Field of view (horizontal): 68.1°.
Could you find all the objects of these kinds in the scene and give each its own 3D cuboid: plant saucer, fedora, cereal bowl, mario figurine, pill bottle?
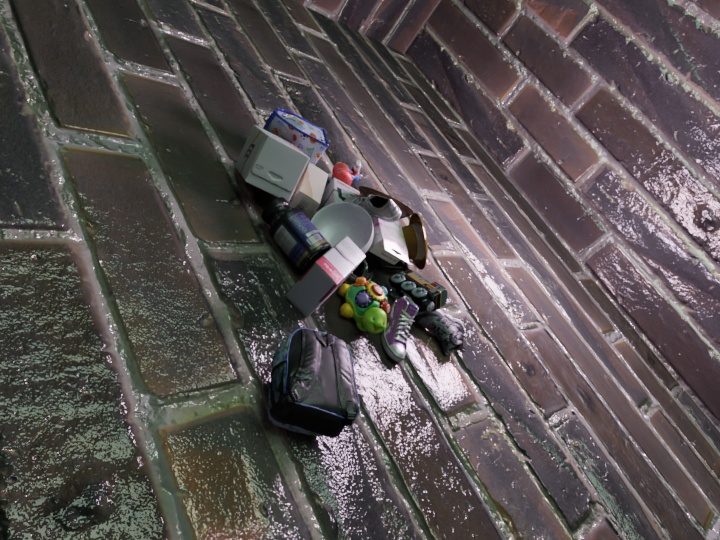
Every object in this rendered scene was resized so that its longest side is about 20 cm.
[{"bbox_3d":[0.078,-0.216,1.742,0.199,0.037,0.200,26,0,0],"label":"plant saucer"},{"bbox_3d":[0.160,-0.092,1.751,0.081,0.202,0.202,-7,48,-9],"label":"fedora"},{"bbox_3d":[-0.054,-0.100,1.582,0.197,0.084,0.202,-3,59,5],"label":"cereal bowl"},{"bbox_3d":[-0.058,-0.349,1.870,0.105,0.124,0.200,33,12,3],"label":"mario figurine"},{"bbox_3d":[-0.181,-0.101,1.472,0.200,0.112,0.112,49,32,11],"label":"pill bottle"}]

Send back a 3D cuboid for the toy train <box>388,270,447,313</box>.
[{"bbox_3d":[0.173,0.061,1.626,0.113,0.086,0.200,-18,32,-28],"label":"toy train"}]

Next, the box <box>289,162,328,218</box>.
[{"bbox_3d":[-0.167,-0.247,1.682,0.077,0.095,0.201,30,32,-16],"label":"box"}]

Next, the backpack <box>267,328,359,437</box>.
[{"bbox_3d":[-0.107,0.234,1.114,0.182,0.147,0.201,23,40,-26],"label":"backpack"}]

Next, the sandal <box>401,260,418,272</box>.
[{"bbox_3d":[0.175,0.021,1.767,0.081,0.055,0.201,34,32,-12],"label":"sandal"}]

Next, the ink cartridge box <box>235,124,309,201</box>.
[{"bbox_3d":[-0.260,-0.315,1.551,0.144,0.146,0.200,23,13,-29],"label":"ink cartridge box"}]

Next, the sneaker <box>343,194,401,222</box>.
[{"bbox_3d":[0.029,-0.205,1.616,0.075,0.198,0.082,-63,146,-27],"label":"sneaker"}]

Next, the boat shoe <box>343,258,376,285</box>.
[{"bbox_3d":[0.000,0.000,1.593,0.072,0.068,0.199,48,30,10],"label":"boat shoe"}]

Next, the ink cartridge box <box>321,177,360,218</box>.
[{"bbox_3d":[-0.050,-0.195,1.755,0.146,0.083,0.201,25,35,-26],"label":"ink cartridge box"}]

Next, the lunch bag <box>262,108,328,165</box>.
[{"bbox_3d":[-0.233,-0.417,1.739,0.198,0.170,0.125,18,35,-32],"label":"lunch bag"}]

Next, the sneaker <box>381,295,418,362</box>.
[{"bbox_3d":[0.115,0.152,1.491,0.072,0.114,0.202,27,36,-24],"label":"sneaker"}]

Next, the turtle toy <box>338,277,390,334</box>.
[{"bbox_3d":[0.024,0.099,1.465,0.145,0.101,0.201,24,36,-26],"label":"turtle toy"}]

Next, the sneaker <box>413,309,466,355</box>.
[{"bbox_3d":[0.247,0.188,1.627,0.198,0.076,0.115,22,39,-26],"label":"sneaker"}]

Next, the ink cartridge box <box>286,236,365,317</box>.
[{"bbox_3d":[-0.086,0.013,1.404,0.083,0.145,0.200,44,32,1],"label":"ink cartridge box"}]

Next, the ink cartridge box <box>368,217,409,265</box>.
[{"bbox_3d":[0.078,-0.099,1.656,0.116,0.067,0.202,27,38,-34],"label":"ink cartridge box"}]

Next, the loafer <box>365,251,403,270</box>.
[{"bbox_3d":[0.055,-0.053,1.701,0.199,0.069,0.070,24,-4,-30],"label":"loafer"}]
